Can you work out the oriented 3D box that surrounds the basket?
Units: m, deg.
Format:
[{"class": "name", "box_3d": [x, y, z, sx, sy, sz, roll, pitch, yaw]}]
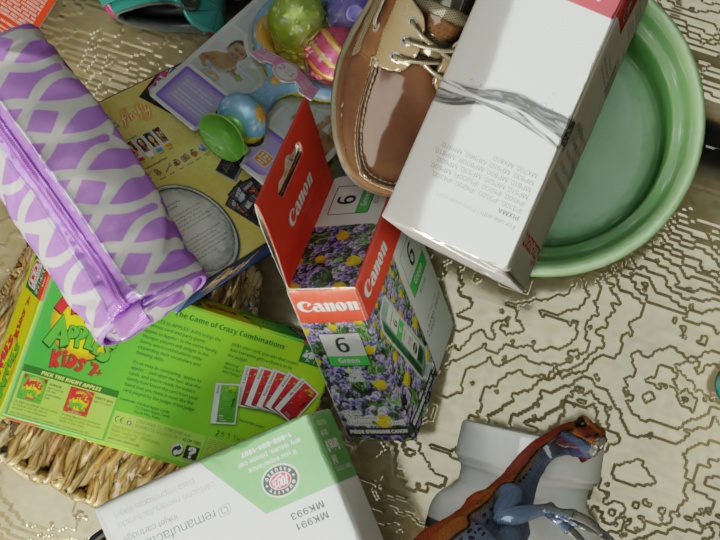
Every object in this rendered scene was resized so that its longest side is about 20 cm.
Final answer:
[{"class": "basket", "box_3d": [-0.165, 0.048, 1.281, 0.142, 0.149, 0.201, 28, 90, -26]}]

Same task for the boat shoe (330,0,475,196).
[{"class": "boat shoe", "box_3d": [0.035, -0.145, 1.152, 0.075, 0.072, 0.202, 16, 84, -18]}]

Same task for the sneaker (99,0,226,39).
[{"class": "sneaker", "box_3d": [-0.096, -0.217, 1.276, 0.199, 0.084, 0.122, -18, 80, 13]}]

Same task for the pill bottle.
[{"class": "pill bottle", "box_3d": [0.091, 0.203, 1.214, 0.115, 0.116, 0.202, 11, 88, 7]}]

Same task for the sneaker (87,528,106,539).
[{"class": "sneaker", "box_3d": [-0.093, 0.210, 1.266, 0.199, 0.108, 0.071, 14, 85, -23]}]

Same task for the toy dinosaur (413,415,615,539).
[{"class": "toy dinosaur", "box_3d": [0.077, 0.146, 1.093, 0.199, 0.105, 0.182, 26, 45, -13]}]

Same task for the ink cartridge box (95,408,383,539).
[{"class": "ink cartridge box", "box_3d": [-0.050, 0.203, 1.137, 0.144, 0.088, 0.201, -23, 86, 5]}]

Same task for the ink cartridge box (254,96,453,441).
[{"class": "ink cartridge box", "box_3d": [0.000, 0.000, 1.186, 0.050, 0.201, 0.109, -2, 42, 23]}]

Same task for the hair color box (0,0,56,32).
[{"class": "hair color box", "box_3d": [-0.280, -0.159, 1.285, 0.101, 0.061, 0.201, 31, 90, 45]}]

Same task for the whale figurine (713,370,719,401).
[{"class": "whale figurine", "box_3d": [0.306, 0.079, 1.203, 0.158, 0.104, 0.202, 5, 87, 6]}]

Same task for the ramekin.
[{"class": "ramekin", "box_3d": [0.123, -0.094, 1.238, 0.198, 0.098, 0.202, 0, 86, 7]}]

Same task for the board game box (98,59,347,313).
[{"class": "board game box", "box_3d": [-0.092, -0.070, 1.223, 0.136, 0.200, 0.035, 49, 132, 7]}]

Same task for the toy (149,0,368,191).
[{"class": "toy", "box_3d": [-0.031, -0.145, 1.233, 0.115, 0.047, 0.200, 38, 57, 6]}]

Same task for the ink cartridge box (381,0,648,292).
[{"class": "ink cartridge box", "box_3d": [0.094, -0.098, 1.117, 0.082, 0.147, 0.201, 23, 89, 9]}]

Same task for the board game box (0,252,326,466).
[{"class": "board game box", "box_3d": [-0.124, 0.065, 1.194, 0.199, 0.048, 0.102, 19, 94, -26]}]

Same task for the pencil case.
[{"class": "pencil case", "box_3d": [-0.171, -0.052, 1.102, 0.084, 0.085, 0.200, -38, 85, 5]}]
